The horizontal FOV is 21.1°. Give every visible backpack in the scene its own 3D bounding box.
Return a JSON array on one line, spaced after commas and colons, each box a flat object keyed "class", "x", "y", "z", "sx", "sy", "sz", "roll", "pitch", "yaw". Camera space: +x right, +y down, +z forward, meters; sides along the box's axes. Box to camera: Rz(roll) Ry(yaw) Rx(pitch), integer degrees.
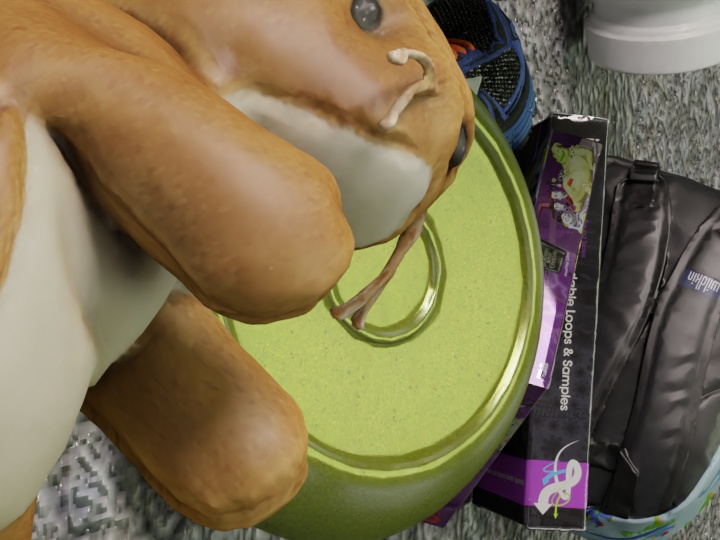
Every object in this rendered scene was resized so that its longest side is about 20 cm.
[{"class": "backpack", "x": 0.163, "y": 0.059, "z": 1.107, "sx": 0.154, "sy": 0.163, "sz": 0.200, "roll": 83, "pitch": 26, "yaw": -62}]

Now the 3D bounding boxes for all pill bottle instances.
[{"class": "pill bottle", "x": 0.175, "y": -0.225, "z": 1.141, "sx": 0.116, "sy": 0.115, "sz": 0.201, "roll": -50, "pitch": 138, "yaw": -56}]

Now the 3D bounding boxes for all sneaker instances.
[{"class": "sneaker", "x": 0.021, "y": -0.070, "z": 0.813, "sx": 0.200, "sy": 0.075, "sz": 0.079, "roll": -61, "pitch": 143, "yaw": -51}]

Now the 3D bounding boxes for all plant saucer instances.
[{"class": "plant saucer", "x": 0.000, "y": 0.000, "z": 0.707, "sx": 0.200, "sy": 0.031, "sz": 0.201, "roll": 4, "pitch": 83, "yaw": -37}]

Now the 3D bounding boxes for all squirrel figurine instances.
[{"class": "squirrel figurine", "x": -0.079, "y": -0.030, "z": 0.410, "sx": 0.187, "sy": 0.200, "sz": 0.142, "roll": -43, "pitch": 145, "yaw": -34}]

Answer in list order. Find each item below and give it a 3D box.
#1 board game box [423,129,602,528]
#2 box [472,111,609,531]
[{"class": "board game box", "x": 0.061, "y": 0.033, "z": 0.886, "sx": 0.200, "sy": 0.032, "sz": 0.120, "roll": 113, "pitch": -11, "yaw": -64}, {"class": "box", "x": 0.091, "y": 0.027, "z": 0.991, "sx": 0.143, "sy": 0.036, "sz": 0.201, "roll": 163, "pitch": -71, "yaw": -83}]
